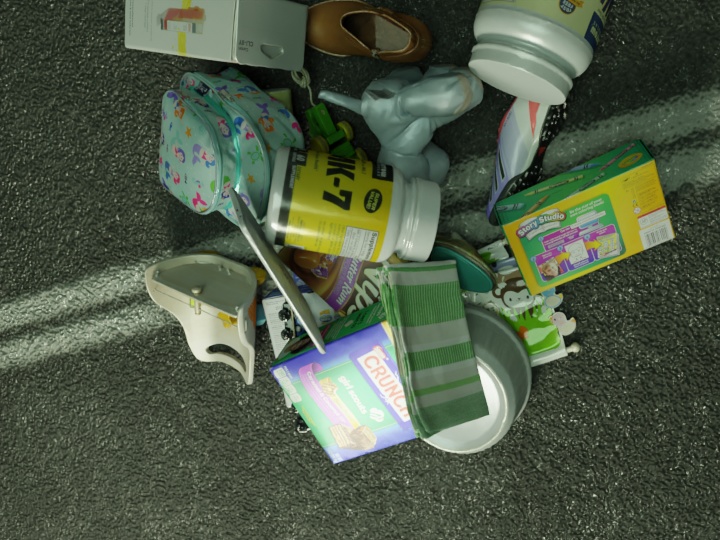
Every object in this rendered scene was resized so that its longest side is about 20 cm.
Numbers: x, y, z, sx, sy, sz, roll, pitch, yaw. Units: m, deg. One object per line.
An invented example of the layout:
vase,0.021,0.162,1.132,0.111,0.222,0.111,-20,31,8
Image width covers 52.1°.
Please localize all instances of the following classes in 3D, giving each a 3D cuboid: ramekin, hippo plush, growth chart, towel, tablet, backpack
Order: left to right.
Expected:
backpack,-0.170,-0.156,0.977,0.198,0.149,0.181,34,129,24
tablet,-0.101,0.000,0.903,0.013,0.131,0.202,-30,119,-1
hippo plush,0.074,-0.163,0.932,0.156,0.199,0.165,9,117,35
towel,0.093,0.089,0.900,0.023,0.150,0.206,-20,80,43
ramekin,0.138,0.160,1.031,0.197,0.094,0.208,7,113,18
growth chart,0.209,0.051,1.033,0.143,0.018,0.203,-29,97,21

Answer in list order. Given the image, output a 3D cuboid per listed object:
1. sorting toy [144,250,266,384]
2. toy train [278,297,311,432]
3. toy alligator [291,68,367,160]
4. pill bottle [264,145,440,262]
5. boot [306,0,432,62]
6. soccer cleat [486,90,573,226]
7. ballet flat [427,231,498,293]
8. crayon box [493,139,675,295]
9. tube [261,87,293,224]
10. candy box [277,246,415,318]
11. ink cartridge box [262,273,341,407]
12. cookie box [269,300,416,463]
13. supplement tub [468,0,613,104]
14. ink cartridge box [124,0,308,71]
sorting toy,-0.215,0.081,1.122,0.196,0.106,0.184,19,125,29
toy train,-0.083,0.134,1.049,0.044,0.034,0.206,-4,103,11
toy alligator,-0.048,-0.185,1.026,0.203,0.059,0.054,60,151,-6
pill bottle,-0.010,-0.074,0.875,0.194,0.115,0.117,9,108,-7
boot,-0.007,-0.304,0.924,0.194,0.155,0.076,9,108,13
soccer cleat,0.204,-0.157,0.962,0.073,0.067,0.204,38,122,33
ballet flat,0.101,-0.029,1.011,0.195,0.070,0.073,17,109,20
crayon box,0.281,-0.063,0.929,0.196,0.059,0.120,-23,121,14
tube,-0.116,-0.155,1.057,0.051,0.058,0.206,-10,108,-19
candy box,0.000,0.000,0.982,0.199,0.057,0.117,41,110,-8
ink cartridge box,-0.060,0.087,1.087,0.133,0.076,0.206,-9,103,16
cookie box,0.009,0.145,0.968,0.197,0.076,0.173,-24,108,28
supplement tub,0.214,-0.311,0.843,0.142,0.145,0.205,21,93,9
ink cartridge box,-0.184,-0.315,0.949,0.196,0.144,0.086,17,108,30
